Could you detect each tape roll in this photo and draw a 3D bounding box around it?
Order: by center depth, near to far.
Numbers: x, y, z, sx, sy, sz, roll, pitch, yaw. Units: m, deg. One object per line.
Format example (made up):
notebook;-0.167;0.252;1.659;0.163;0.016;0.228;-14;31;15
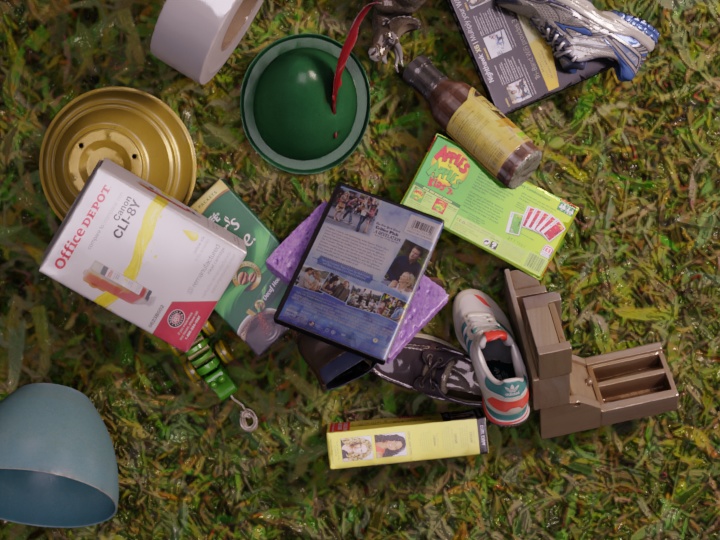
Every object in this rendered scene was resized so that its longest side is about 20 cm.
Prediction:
tape roll;-0.164;-0.320;1.418;0.071;0.202;0.203;31;94;-2

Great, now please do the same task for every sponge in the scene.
sponge;-0.004;0.012;1.468;0.200;0.030;0.112;38;70;15

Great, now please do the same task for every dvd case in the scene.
dvd case;0.000;0.000;1.447;0.142;0.018;0.200;20;67;9

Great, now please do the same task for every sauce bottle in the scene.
sauce bottle;0.132;-0.184;1.471;0.065;0.065;0.200;-45;73;4

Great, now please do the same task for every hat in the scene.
hat;-0.067;-0.214;1.436;0.165;0.176;0.201;5;95;0

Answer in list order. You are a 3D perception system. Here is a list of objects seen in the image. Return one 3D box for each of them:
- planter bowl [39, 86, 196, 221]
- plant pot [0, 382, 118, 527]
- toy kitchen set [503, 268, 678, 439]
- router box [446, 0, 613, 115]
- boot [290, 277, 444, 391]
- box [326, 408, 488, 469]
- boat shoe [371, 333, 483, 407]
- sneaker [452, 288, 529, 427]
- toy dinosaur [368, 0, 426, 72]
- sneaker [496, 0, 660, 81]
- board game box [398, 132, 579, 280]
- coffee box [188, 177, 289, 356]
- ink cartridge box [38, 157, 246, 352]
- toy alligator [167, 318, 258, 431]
planter bowl;-0.306;-0.127;1.492;0.200;0.083;0.201;0;95;1
plant pot;-0.388;0.217;1.485;0.199;0.200;0.135;3;60;0
toy kitchen set;0.279;0.072;1.478;0.180;0.200;0.164;-12;53;1
router box;0.202;-0.309;1.490;0.157;0.052;0.201;-23;95;3
boot;0.021;0.079;1.494;0.199;0.075;0.097;-19;62;-3
box;0.058;0.211;1.527;0.199;0.075;0.050;-6;93;2
boat shoe;0.105;0.128;1.522;0.199;0.065;0.072;16;96;-1
sneaker;0.160;0.084;1.461;0.070;0.094;0.200;-9;50;-6
toy dinosaur;0.052;-0.353;1.466;0.102;0.077;0.200;29;115;-2
sneaker;0.249;-0.279;1.430;0.199;0.077;0.085;20;99;-2
board game box;0.158;-0.080;1.513;0.200;0.048;0.102;28;94;-3
coffee box;-0.151;-0.004;1.522;0.123;0.044;0.200;-41;94;3
ink cartridge box;-0.256;-0.018;1.430;0.200;0.083;0.145;31;96;-13
toy alligator;-0.189;0.122;1.528;0.059;0.054;0.200;-32;94;3
